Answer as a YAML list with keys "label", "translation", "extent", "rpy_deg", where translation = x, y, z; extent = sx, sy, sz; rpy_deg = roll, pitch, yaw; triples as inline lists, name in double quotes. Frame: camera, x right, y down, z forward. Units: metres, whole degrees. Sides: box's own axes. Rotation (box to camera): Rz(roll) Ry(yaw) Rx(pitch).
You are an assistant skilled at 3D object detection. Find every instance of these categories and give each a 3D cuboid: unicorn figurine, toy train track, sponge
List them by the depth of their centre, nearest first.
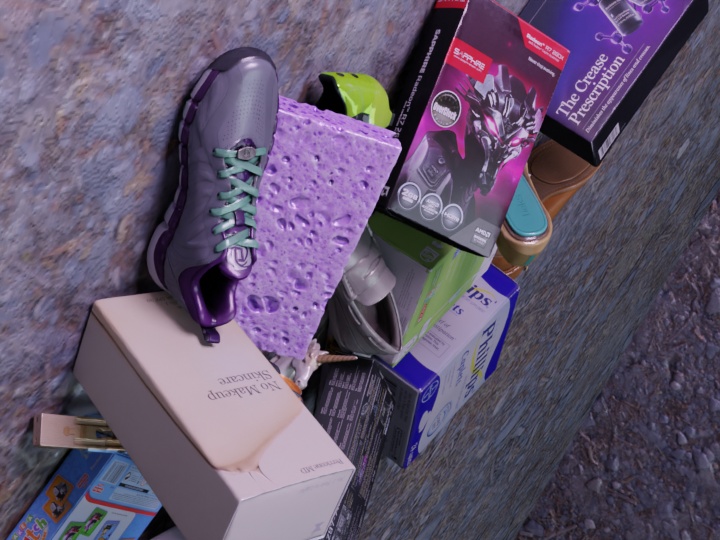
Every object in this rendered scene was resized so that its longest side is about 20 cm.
- label: "sponge"
  translation: [-0.059, -0.029, 0.916]
  extent: [0.030, 0.111, 0.201]
  rpy_deg: [-109, -140, -57]
- label: "toy train track"
  translation: [-0.171, 0.130, 0.935]
  extent: [0.199, 0.032, 0.116]
  rpy_deg: [13, 72, -47]
- label: "unicorn figurine"
  translation: [-0.093, 0.136, 1.154]
  extent: [0.137, 0.074, 0.200]
  rpy_deg: [-46, 174, -25]

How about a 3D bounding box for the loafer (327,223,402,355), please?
- label: "loafer"
  translation: [0.000, 0.000, 1.086]
  extent: [0.070, 0.069, 0.201]
  rpy_deg: [-55, 146, -32]

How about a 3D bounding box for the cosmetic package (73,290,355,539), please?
- label: "cosmetic package"
  translation: [-0.106, 0.103, 0.837]
  extent: [0.103, 0.200, 0.074]
  rpy_deg: [-8, 132, -43]

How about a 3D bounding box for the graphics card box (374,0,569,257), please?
- label: "graphics card box"
  translation: [0.090, -0.126, 1.029]
  extent: [0.125, 0.051, 0.202]
  rpy_deg: [24, 88, -34]

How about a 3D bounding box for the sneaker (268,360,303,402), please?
- label: "sneaker"
  translation: [-0.085, 0.154, 1.059]
  extent: [0.112, 0.078, 0.201]
  rpy_deg: [-40, 130, -8]

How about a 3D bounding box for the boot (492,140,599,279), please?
- label: "boot"
  translation: [0.228, -0.070, 1.530]
  extent: [0.200, 0.076, 0.156]
  rpy_deg: [-46, 156, -18]

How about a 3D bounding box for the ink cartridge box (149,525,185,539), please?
- label: "ink cartridge box"
  translation: [-0.138, 0.306, 1.215]
  extent: [0.145, 0.085, 0.200]
  rpy_deg: [-29, 157, -2]

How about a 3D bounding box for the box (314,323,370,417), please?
- label: "box"
  translation: [-0.017, 0.108, 1.310]
  extent: [0.041, 0.039, 0.201]
  rpy_deg: [-40, 155, -33]

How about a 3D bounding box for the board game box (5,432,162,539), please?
- label: "board game box"
  translation: [-0.242, 0.232, 0.994]
  extent: [0.201, 0.036, 0.151]
  rpy_deg: [-54, 160, -5]

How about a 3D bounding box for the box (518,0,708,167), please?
- label: "box"
  translation: [0.234, -0.230, 1.205]
  extent: [0.201, 0.141, 0.079]
  rpy_deg: [-54, 158, -3]

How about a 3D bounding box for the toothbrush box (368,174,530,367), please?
- label: "toothbrush box"
  translation: [0.071, -0.022, 1.217]
  extent: [0.200, 0.086, 0.146]
  rpy_deg: [-41, 159, -41]

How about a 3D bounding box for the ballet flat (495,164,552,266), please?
- label: "ballet flat"
  translation: [0.128, -0.091, 1.152]
  extent: [0.068, 0.201, 0.063]
  rpy_deg: [-7, 148, -9]

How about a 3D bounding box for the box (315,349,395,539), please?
- label: "box"
  translation: [-0.019, 0.202, 1.225]
  extent: [0.160, 0.043, 0.202]
  rpy_deg: [65, 39, -67]

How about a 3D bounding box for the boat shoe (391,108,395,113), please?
- label: "boat shoe"
  translation: [0.078, -0.143, 1.108]
  extent: [0.199, 0.075, 0.073]
  rpy_deg: [-38, 165, -20]

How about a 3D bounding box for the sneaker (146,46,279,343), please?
- label: "sneaker"
  translation: [-0.084, -0.048, 0.818]
  extent: [0.074, 0.088, 0.201]
  rpy_deg: [-8, 133, -36]

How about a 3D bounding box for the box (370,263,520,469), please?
- label: "box"
  translation: [0.082, 0.100, 1.427]
  extent: [0.200, 0.105, 0.185]
  rpy_deg: [-44, 158, -31]

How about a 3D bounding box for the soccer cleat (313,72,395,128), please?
- label: "soccer cleat"
  translation: [-0.047, -0.067, 0.949]
  extent: [0.081, 0.067, 0.201]
  rpy_deg: [8, 115, -48]
